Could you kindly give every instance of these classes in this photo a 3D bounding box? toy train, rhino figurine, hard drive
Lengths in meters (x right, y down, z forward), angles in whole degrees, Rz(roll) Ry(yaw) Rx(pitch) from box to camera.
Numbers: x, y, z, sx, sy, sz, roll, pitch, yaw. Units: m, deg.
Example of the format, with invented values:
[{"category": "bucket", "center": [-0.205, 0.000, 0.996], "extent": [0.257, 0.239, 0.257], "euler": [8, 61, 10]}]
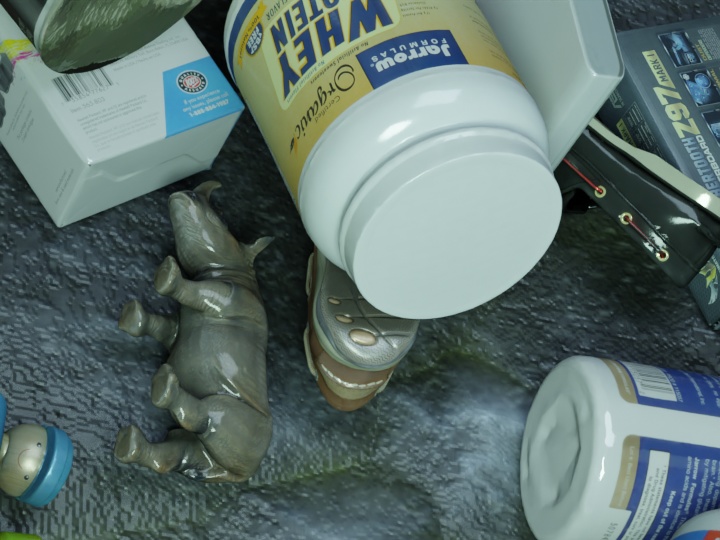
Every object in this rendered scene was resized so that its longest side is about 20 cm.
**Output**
[{"category": "toy train", "center": [-0.212, 0.142, 1.467], "extent": [0.115, 0.085, 0.201], "euler": [25, 49, -26]}, {"category": "rhino figurine", "center": [-0.086, 0.032, 1.611], "extent": [0.087, 0.060, 0.201], "euler": [28, 46, -31]}, {"category": "hard drive", "center": [0.088, -0.107, 1.703], "extent": [0.026, 0.200, 0.132], "euler": [4, 55, -24]}]

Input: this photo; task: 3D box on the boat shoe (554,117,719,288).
[{"category": "boat shoe", "center": [0.136, -0.065, 1.780], "extent": [0.201, 0.063, 0.074], "euler": [37, 4, 19]}]

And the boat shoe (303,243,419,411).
[{"category": "boat shoe", "center": [0.000, 0.000, 1.672], "extent": [0.075, 0.072, 0.200], "euler": [17, 41, -2]}]

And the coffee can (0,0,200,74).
[{"category": "coffee can", "center": [-0.175, -0.231, 1.609], "extent": [0.146, 0.147, 0.200], "euler": [-27, 71, -37]}]

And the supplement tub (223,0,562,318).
[{"category": "supplement tub", "center": [0.019, -0.085, 1.606], "extent": [0.144, 0.145, 0.200], "euler": [-2, 44, -27]}]

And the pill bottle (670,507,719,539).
[{"category": "pill bottle", "center": [0.194, 0.196, 1.521], "extent": [0.112, 0.112, 0.200], "euler": [34, 55, 0]}]

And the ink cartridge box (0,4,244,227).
[{"category": "ink cartridge box", "center": [-0.173, -0.137, 1.684], "extent": [0.115, 0.068, 0.200], "euler": [-22, 69, -35]}]

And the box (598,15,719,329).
[{"category": "box", "center": [0.251, -0.070, 1.854], "extent": [0.157, 0.051, 0.201], "euler": [-12, 64, -32]}]

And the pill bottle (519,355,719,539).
[{"category": "pill bottle", "center": [0.201, 0.116, 1.658], "extent": [0.199, 0.111, 0.111], "euler": [10, 53, -20]}]
